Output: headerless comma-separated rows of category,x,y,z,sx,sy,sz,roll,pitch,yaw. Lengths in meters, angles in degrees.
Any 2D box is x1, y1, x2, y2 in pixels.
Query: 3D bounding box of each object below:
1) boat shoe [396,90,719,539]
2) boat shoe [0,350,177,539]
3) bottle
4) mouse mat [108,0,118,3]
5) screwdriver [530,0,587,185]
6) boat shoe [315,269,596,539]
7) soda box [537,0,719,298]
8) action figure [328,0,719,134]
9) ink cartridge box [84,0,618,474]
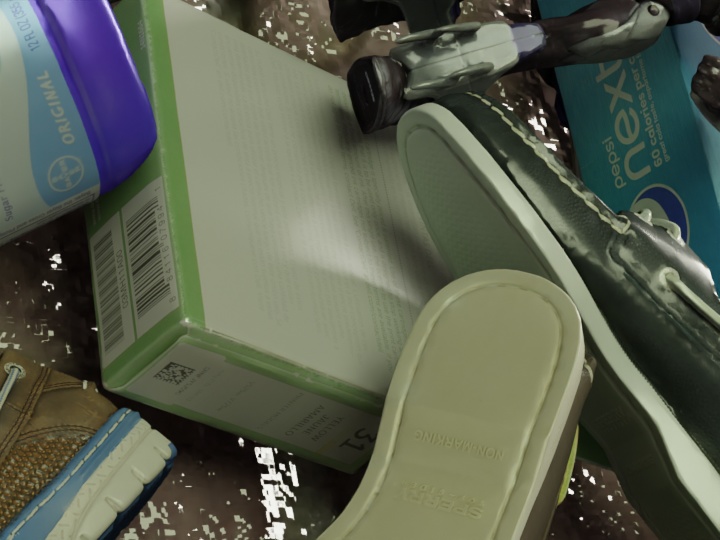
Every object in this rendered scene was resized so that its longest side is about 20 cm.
boat shoe,0.089,0.018,0.867,0.060,0.076,0.200,-38,99,-18
boat shoe,-0.134,0.093,0.769,0.072,0.072,0.200,38,39,4
bottle,-0.162,-0.027,0.798,0.200,0.065,0.084,-26,105,-19
mouse mat,-0.123,-0.142,0.933,0.200,0.008,0.161,-24,54,-39
screwdriver,0.084,-0.040,1.001,0.028,0.029,0.200,15,53,-31
boat shoe,0.015,0.095,0.794,0.072,0.060,0.200,16,61,19
soda box,0.123,-0.049,0.980,0.064,0.068,0.200,-1,70,-35
action figure,0.091,-0.096,0.914,0.200,0.069,0.130,-14,69,-9
ink cartridge box,0.000,0.000,0.904,0.200,0.048,0.146,23,41,-36
